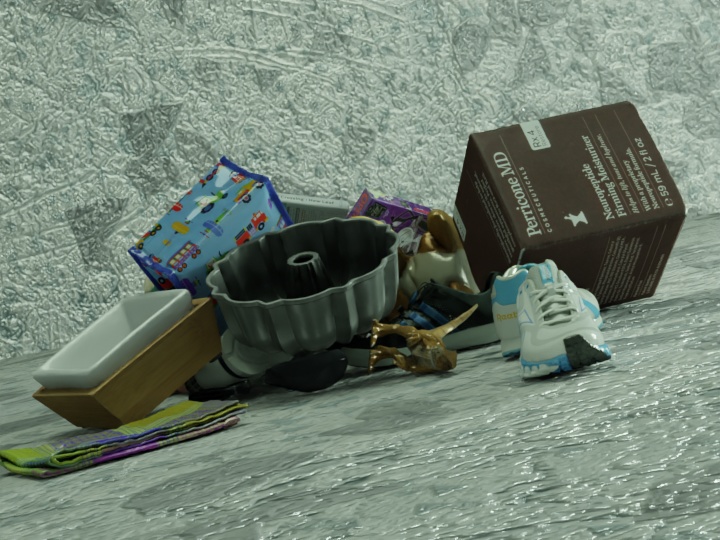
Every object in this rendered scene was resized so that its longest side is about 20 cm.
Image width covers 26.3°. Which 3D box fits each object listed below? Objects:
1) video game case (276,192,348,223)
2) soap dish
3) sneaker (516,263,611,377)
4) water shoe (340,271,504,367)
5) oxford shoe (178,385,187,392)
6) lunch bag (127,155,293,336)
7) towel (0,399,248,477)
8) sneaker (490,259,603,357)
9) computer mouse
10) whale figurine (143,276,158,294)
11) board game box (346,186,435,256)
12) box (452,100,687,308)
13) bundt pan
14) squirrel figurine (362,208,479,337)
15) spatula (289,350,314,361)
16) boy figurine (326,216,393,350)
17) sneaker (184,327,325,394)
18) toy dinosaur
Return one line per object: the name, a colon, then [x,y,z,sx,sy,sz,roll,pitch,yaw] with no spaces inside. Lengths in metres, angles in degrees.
video game case: [-0.116,-0.012,1.953,0.180,0.202,0.022,6,37,-5]
soap dish: [-0.239,0.094,1.582,0.157,0.082,0.199,-41,15,-25]
sneaker: [0.160,0.039,1.300,0.074,0.088,0.200,-10,3,-2]
water shoe: [0.069,0.050,1.622,0.198,0.080,0.071,-12,2,-8]
oxford shoe: [-0.192,0.101,1.795,0.199,0.076,0.070,-10,2,43]
lunch bag: [-0.130,0.005,1.675,0.151,0.201,0.094,-45,41,-15]
towel: [-0.213,0.148,1.379,0.198,0.023,0.143,-13,3,-29]
sneaker: [0.184,0.029,1.503,0.076,0.082,0.200,-13,0,22]
computer mouse: [-0.093,0.117,1.536,0.199,0.034,0.058,-19,-7,36]
whale figurine: [-0.192,0.011,1.831,0.103,0.160,0.200,32,4,7]
board game box: [0.005,-0.005,1.946,0.119,0.201,0.032,16,27,-33]
box: [0.227,-0.059,1.710,0.198,0.167,0.165,-12,-32,-14]
bundt pan: [-0.050,0.021,1.545,0.200,0.076,0.202,-11,23,5]
squirrel figurine: [0.059,0.034,1.866,0.185,0.143,0.200,-22,-16,20]
spatula: [-0.052,0.086,1.664,0.020,0.057,0.200,-30,9,24]
boy figurine: [0.000,0.000,1.706,0.064,0.125,0.201,11,40,4]
sneaker: [-0.109,0.094,1.674,0.080,0.077,0.199,-40,-21,29]
toy dinosaur: [0.061,0.076,1.503,0.105,0.061,0.200,6,12,2]
